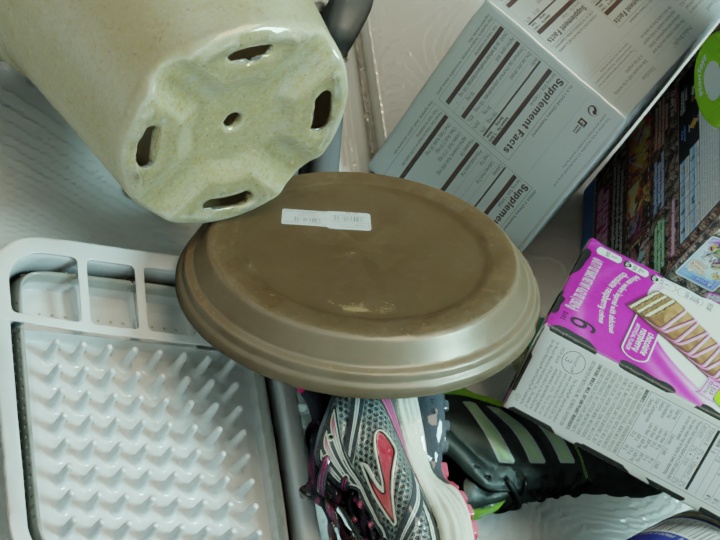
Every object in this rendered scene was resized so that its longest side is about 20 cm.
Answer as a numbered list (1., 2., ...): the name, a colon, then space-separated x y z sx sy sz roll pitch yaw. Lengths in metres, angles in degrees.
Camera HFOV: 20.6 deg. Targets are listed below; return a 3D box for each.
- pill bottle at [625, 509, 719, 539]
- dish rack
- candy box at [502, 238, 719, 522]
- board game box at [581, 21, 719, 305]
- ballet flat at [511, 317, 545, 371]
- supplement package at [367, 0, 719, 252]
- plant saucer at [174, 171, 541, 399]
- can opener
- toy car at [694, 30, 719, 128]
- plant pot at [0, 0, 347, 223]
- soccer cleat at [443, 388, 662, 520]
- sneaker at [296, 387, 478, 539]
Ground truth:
1. pill bottle: 0.135 0.208 1.039 0.199 0.116 0.116 -18 67 -40
2. dish rack: -0.113 0.083 1.033 0.170 0.044 0.201 8 52 -28
3. candy box: 0.191 0.072 1.103 0.199 0.061 0.136 28 27 5
4. board game box: 0.224 -0.035 1.226 0.096 0.200 0.160 21 48 -14
5. ballet flat: 0.166 0.086 1.193 0.199 0.063 0.068 18 27 -12
6. supplement package: 0.124 -0.120 1.255 0.111 0.156 0.200 41 41 5
7. plant saucer: 0.000 0.000 1.065 0.198 0.030 0.201 4 32 -2
8. can opener: -0.031 -0.112 1.219 0.052 0.067 0.201 21 46 -15
9. toy car: 0.260 -0.187 1.136 0.163 0.159 0.201 -2 44 -18
10. plant pot: -0.103 -0.134 1.071 0.199 0.201 0.184 -6 45 -35
11. soccer cleat: 0.087 0.110 1.130 0.198 0.068 0.082 16 58 -13
12. sneaker: 0.007 0.120 1.017 0.074 0.081 0.201 5 51 -23
